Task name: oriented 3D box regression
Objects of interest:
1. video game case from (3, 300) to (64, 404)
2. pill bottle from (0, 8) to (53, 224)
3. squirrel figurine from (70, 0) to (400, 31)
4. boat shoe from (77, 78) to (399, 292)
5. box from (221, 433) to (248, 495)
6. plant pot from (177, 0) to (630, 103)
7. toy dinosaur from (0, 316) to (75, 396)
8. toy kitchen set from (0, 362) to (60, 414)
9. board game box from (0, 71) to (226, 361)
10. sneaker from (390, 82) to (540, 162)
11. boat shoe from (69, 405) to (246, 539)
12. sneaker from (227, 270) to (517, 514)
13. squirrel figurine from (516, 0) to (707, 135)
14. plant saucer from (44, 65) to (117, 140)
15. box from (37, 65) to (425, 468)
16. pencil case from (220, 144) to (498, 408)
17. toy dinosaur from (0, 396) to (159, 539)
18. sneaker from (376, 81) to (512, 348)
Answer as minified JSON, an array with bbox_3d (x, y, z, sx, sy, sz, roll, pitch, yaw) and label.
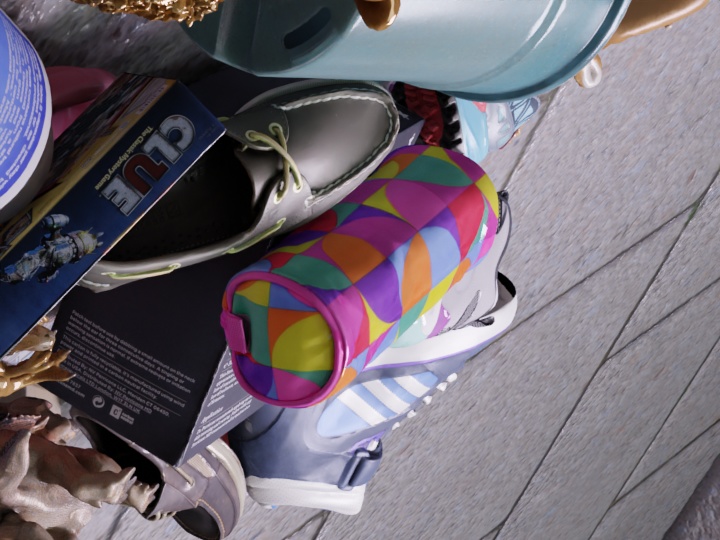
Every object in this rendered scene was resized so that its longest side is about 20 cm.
[{"bbox_3d":[-0.188,0.037,1.712,0.200,0.022,0.182,-41,162,-27],"label":"video game case"},{"bbox_3d":[-0.199,-0.079,1.252,0.112,0.112,0.200,-47,163,-4],"label":"pill bottle"},{"bbox_3d":[-0.060,-0.171,1.261,0.200,0.187,0.142,-42,163,-20],"label":"squirrel figurine"},{"bbox_3d":[-0.064,-0.045,1.480,0.201,0.072,0.060,-24,-173,-15],"label":"boat shoe"},{"bbox_3d":[-0.070,0.056,1.924,0.200,0.095,0.100,-50,164,8],"label":"box"},{"bbox_3d":[0.010,-0.177,1.450,0.196,0.200,0.200,-12,141,-52],"label":"plant pot"},{"bbox_3d":[-0.212,0.053,1.471,0.106,0.060,0.200,-19,166,-45],"label":"toy dinosaur"},{"bbox_3d":[-0.186,0.176,1.674,0.163,0.180,0.200,-49,163,2],"label":"toy kitchen set"},{"bbox_3d":[-0.158,-0.011,1.362,0.200,0.035,0.135,-46,-165,-7],"label":"board game box"},{"bbox_3d":[0.063,-0.163,1.695,0.095,0.079,0.200,-25,125,-31],"label":"sneaker"},{"bbox_3d":[-0.134,0.115,1.779,0.073,0.074,0.200,-58,143,-25],"label":"boat shoe"},{"bbox_3d":[0.007,0.084,1.855,0.200,0.081,0.147,-19,133,-20],"label":"sneaker"},{"bbox_3d":[0.117,-0.174,1.840,0.200,0.142,0.187,-32,173,-3],"label":"squirrel figurine"},{"bbox_3d":[-0.198,-0.031,1.476,0.200,0.051,0.201,-43,164,-16],"label":"plant saucer"},{"bbox_3d":[-0.073,-0.014,1.653,0.182,0.104,0.200,-65,166,24],"label":"box"},{"bbox_3d":[0.000,0.000,1.552,0.200,0.088,0.088,-40,164,-54],"label":"pencil case"},{"bbox_3d":[-0.188,0.111,1.540,0.086,0.135,0.200,-57,163,-4],"label":"toy dinosaur"},{"bbox_3d":[0.041,-0.055,1.789,0.140,0.201,0.078,-6,179,-43],"label":"sneaker"}]
